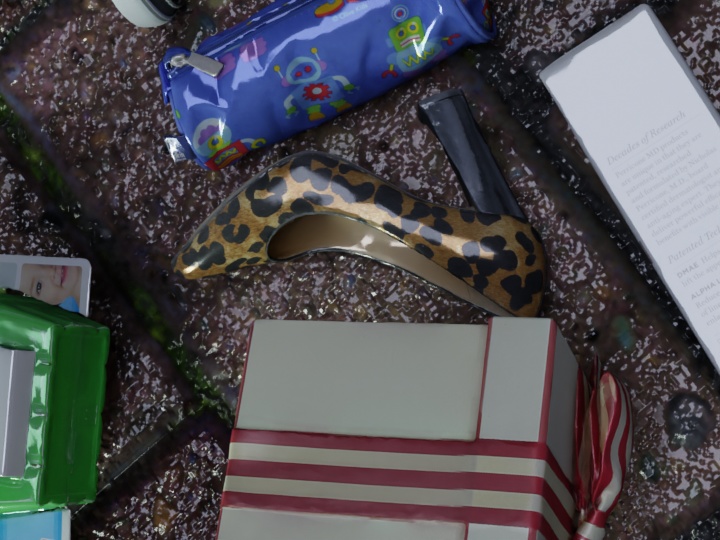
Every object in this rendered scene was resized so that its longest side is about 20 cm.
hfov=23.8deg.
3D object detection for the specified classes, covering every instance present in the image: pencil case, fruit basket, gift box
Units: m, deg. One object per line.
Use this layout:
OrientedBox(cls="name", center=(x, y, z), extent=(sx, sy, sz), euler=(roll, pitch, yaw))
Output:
OrientedBox(cls="pencil case", center=(-0.024, -0.129, 0.971), extent=(0.199, 0.087, 0.078), euler=(-25, 58, 13))
OrientedBox(cls="fruit basket", center=(-0.253, 0.079, 1.024), extent=(0.198, 0.094, 0.187), euler=(5, 88, 20))
OrientedBox(cls="gift box", center=(0.048, 0.125, 0.889), extent=(0.185, 0.200, 0.186), euler=(1, 73, 20))

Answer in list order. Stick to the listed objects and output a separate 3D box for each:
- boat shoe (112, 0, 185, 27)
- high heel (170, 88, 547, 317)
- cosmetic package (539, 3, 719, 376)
OrientedBox(cls="boat shoe", center=(-0.129, -0.217, 0.960), extent=(0.056, 0.201, 0.069), euler=(-5, 50, 13))
OrientedBox(cls="high heel", center=(0.000, 0.000, 0.960), extent=(0.199, 0.071, 0.143), euler=(-26, 74, 5))
OrientedBox(cls="cosmetic package", center=(0.178, -0.032, 0.897), extent=(0.074, 0.102, 0.201), euler=(-34, 77, 11))
